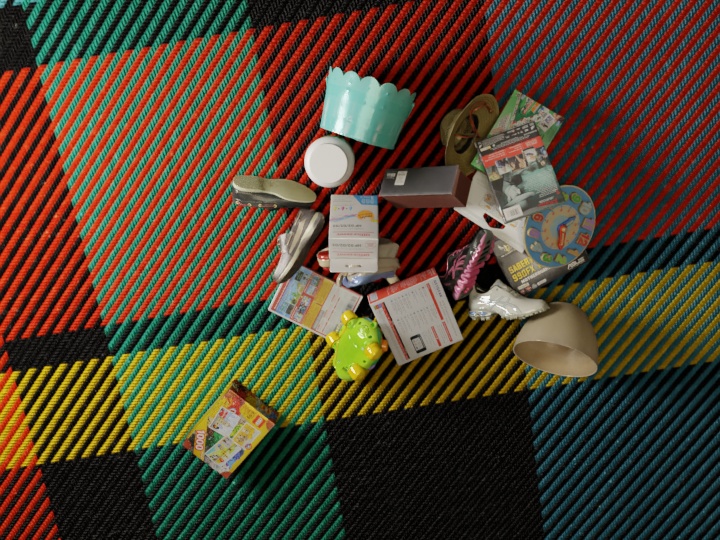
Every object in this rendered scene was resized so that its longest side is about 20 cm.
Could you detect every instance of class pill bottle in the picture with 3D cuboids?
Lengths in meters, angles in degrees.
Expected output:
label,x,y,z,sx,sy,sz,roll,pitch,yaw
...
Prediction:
label,x,y,z,sx,sy,sz,roll,pitch,yaw
pill bottle,-0.069,-0.248,1.516,0.112,0.200,0.113,0,102,0

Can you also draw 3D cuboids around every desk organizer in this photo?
label,x,y,z,sx,sy,sz,roll,pitch,yaw
desk organizer,0.151,-0.192,1.559,0.199,0.077,0.072,3,72,38

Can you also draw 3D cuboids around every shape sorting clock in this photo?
label,x,y,z,sx,sy,sz,roll,pitch,yaw
shape sorting clock,0.466,-0.100,1.559,0.199,0.039,0.201,-10,114,-23

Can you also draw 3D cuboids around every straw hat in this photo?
label,x,y,z,sx,sy,sz,roll,pitch,yaw
straw hat,0.232,-0.325,1.555,0.085,0.201,0.202,34,103,34

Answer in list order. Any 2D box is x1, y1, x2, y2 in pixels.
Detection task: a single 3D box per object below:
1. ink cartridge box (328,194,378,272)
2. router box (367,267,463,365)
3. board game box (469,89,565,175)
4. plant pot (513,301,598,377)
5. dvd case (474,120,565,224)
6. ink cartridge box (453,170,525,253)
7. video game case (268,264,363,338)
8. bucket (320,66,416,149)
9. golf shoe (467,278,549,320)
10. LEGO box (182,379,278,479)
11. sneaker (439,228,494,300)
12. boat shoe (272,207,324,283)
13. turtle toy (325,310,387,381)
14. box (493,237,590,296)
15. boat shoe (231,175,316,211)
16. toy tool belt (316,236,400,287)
label,x,y,z,sx,sy,sz,roll,pitch,yaw
ink cartridge box,-0.015,-0.088,1.551,0.115,0.201,0.068,0,135,0
router box,0.137,0.117,1.650,0.179,0.049,0.201,-22,116,4
board game box,0.362,-0.297,1.547,0.134,0.029,0.200,31,93,3
plant pot,0.487,0.156,1.628,0.200,0.200,0.135,23,67,-5
dvd case,0.359,-0.222,1.511,0.145,0.022,0.201,-20,81,4
ink cartridge box,0.349,-0.165,1.587,0.200,0.044,0.174,34,95,5
video game case,-0.113,0.080,1.681,0.199,0.017,0.143,27,101,-6
bucket,0.011,-0.361,1.496,0.206,0.207,0.135,17,104,-4
golf shoe,0.353,0.069,1.620,0.199,0.078,0.098,-3,96,29
LEGO box,-0.333,0.407,1.722,0.149,0.077,0.200,39,99,-8
sneaker,0.248,-0.026,1.608,0.095,0.079,0.201,44,127,29
boat shoe,-0.162,-0.063,1.624,0.073,0.075,0.200,30,85,12
turtle toy,-0.008,0.197,1.653,0.146,0.101,0.200,52,123,29
box,0.435,-0.048,1.639,0.199,0.048,0.159,-28,101,6
boat shoe,-0.208,-0.179,1.604,0.200,0.074,0.063,7,131,-9
toy tool belt,0.000,0.000,1.607,0.199,0.125,0.123,-13,109,-17
